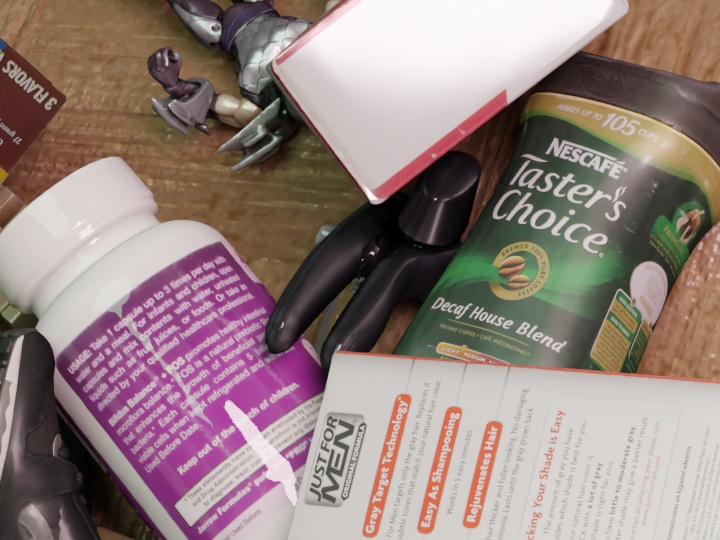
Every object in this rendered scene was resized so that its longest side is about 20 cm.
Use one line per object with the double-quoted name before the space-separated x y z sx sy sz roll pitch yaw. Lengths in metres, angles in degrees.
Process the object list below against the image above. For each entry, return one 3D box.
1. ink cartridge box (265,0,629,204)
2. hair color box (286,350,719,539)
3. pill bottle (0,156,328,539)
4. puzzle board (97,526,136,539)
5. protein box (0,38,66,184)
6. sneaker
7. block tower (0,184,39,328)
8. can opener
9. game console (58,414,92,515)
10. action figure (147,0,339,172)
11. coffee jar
"ink cartridge box" 0.034 -0.108 1.377 0.145 0.200 0.083 -39 94 0
"hair color box" 0.075 0.095 1.221 0.200 0.061 0.102 4 69 29
"pill bottle" -0.081 0.049 1.349 0.112 0.112 0.200 -39 81 2
"puzzle board" -0.189 0.193 1.381 0.200 0.017 0.151 -45 28 -22
"protein box" -0.295 -0.065 1.532 0.200 0.135 0.199 -53 28 -10
"sneaker" -0.142 0.128 1.299 0.076 0.088 0.200 -25 57 62
"block tower" -0.141 0.023 1.486 0.058 0.054 0.200 -48 51 -5
"can opener" 0.000 0.000 1.361 0.063 0.079 0.200 17 26 16
"game console" -0.214 0.160 1.421 0.176 0.116 0.200 -4 30 -6
"action figure" -0.067 -0.134 1.536 0.130 0.069 0.200 -37 54 -9
"coffee jar" 0.097 -0.005 1.353 0.104 0.085 0.200 16 69 34
